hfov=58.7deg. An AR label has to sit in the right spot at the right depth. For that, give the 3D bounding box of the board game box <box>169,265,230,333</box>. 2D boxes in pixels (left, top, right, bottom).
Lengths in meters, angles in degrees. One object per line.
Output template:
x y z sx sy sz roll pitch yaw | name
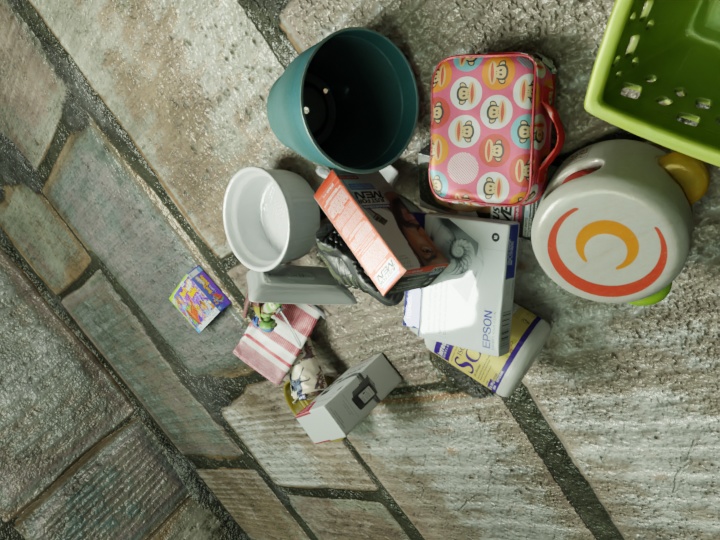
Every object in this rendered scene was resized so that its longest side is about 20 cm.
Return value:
-0.450 0.084 1.781 0.135 0.045 0.200 49 143 -2 | board game box

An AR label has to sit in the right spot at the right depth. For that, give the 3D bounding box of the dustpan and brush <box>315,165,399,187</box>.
-0.026 -0.148 1.126 0.057 0.140 0.200 27 -172 -30 | dustpan and brush

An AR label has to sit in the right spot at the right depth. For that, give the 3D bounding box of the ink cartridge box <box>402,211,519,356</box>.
0.139 0.014 0.981 0.200 0.041 0.200 10 103 40 | ink cartridge box

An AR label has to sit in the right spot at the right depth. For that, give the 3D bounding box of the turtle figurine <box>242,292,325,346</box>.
-0.168 0.043 1.404 0.200 0.144 0.194 6 112 41 | turtle figurine

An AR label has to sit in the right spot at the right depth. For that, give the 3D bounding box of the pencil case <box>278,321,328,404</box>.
-0.147 0.210 1.512 0.078 0.089 0.200 93 157 -71 | pencil case

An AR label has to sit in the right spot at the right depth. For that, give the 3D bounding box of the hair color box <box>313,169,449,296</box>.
0.031 -0.062 0.966 0.064 0.111 0.200 -49 64 34 | hair color box

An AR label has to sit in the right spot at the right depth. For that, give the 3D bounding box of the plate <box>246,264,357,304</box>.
-0.119 0.022 1.243 0.200 0.199 0.032 -127 41 -71 | plate

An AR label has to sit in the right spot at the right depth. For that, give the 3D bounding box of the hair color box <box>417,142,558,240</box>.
0.186 -0.124 0.958 0.200 0.061 0.099 22 136 31 | hair color box

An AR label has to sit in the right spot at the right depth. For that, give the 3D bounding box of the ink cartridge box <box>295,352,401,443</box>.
-0.025 0.283 1.418 0.083 0.200 0.145 53 143 -2 | ink cartridge box

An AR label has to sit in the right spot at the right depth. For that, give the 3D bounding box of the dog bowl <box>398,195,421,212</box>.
0.046 -0.045 1.169 0.200 0.059 0.200 26 138 27 | dog bowl

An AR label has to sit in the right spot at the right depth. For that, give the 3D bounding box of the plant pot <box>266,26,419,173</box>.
-0.046 -0.249 0.977 0.188 0.200 0.200 12 132 56 | plant pot

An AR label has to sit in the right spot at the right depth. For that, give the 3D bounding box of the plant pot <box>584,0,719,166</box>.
0.356 -0.233 0.593 0.199 0.181 0.200 30 140 22 | plant pot

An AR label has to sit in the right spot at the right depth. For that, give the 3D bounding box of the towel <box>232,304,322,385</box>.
-0.194 0.145 1.487 0.144 0.200 0.023 31 180 20 | towel

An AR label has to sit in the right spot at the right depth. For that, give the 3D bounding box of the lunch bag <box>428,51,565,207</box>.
0.181 -0.184 0.842 0.176 0.082 0.201 11 105 35 | lunch bag

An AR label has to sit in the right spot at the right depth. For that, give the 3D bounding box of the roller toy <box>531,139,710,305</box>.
0.321 -0.067 0.812 0.182 0.140 0.200 18 133 19 | roller toy

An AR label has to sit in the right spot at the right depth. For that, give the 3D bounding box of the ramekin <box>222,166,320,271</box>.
-0.171 -0.103 1.249 0.200 0.098 0.201 10 105 41 | ramekin

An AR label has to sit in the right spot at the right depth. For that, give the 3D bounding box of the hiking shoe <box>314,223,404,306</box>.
0.000 0.000 1.160 0.200 0.076 0.101 42 155 19 | hiking shoe

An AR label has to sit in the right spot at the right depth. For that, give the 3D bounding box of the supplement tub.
0.199 0.102 1.077 0.200 0.145 0.146 31 140 20 | supplement tub

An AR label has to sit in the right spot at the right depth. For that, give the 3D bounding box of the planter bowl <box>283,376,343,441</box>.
-0.094 0.330 1.621 0.200 0.083 0.201 25 137 26 | planter bowl
